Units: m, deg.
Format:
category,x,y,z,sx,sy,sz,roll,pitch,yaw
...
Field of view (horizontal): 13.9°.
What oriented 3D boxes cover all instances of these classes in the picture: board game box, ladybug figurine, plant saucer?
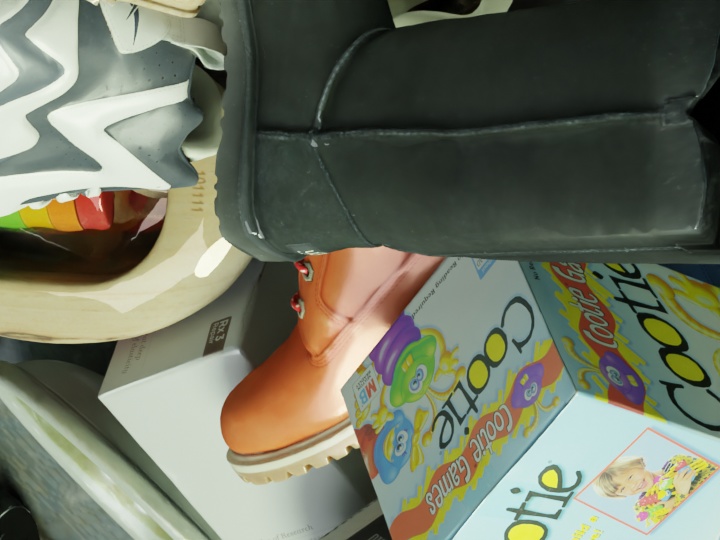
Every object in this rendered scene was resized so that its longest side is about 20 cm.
category,x,y,z,sx,sy,sz,roll,pitch,yaw
board game box,0.110,0.070,1.095,0.200,0.103,0.105,20,123,-33
ladybug figurine,-0.127,-0.040,1.245,0.199,0.072,0.136,7,100,16
plant saucer,-0.087,0.101,1.372,0.200,0.050,0.200,43,169,10

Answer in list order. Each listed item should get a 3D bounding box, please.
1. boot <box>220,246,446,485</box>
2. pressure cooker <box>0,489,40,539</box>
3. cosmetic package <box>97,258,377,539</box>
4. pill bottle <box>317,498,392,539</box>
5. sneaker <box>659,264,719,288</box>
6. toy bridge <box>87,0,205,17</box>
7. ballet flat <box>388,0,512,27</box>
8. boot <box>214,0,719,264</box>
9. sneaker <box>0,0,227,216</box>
category,x,y,z,sx,sy,sz,roll,pitch,yaw
boot,0.000,0.000,1.152,0.107,0.075,0.200,45,116,-11
pressure cooker,-0.274,0.175,1.478,0.199,0.176,0.179,9,133,11
cosmetic package,-0.018,0.073,1.300,0.081,0.113,0.200,-22,121,30
pill bottle,0.079,0.108,1.230,0.106,0.200,0.106,45,156,26
sneaker,0.149,-0.018,1.161,0.200,0.076,0.105,36,136,-13
toy bridge,-0.084,-0.122,1.093,0.067,0.200,0.027,31,100,-8
ballet flat,0.058,-0.124,1.091,0.200,0.073,0.068,-23,135,39
boot,0.045,-0.084,1.025,0.200,0.166,0.066,-1,179,38
sneaker,-0.117,-0.049,1.163,0.129,0.080,0.199,10,139,-23
